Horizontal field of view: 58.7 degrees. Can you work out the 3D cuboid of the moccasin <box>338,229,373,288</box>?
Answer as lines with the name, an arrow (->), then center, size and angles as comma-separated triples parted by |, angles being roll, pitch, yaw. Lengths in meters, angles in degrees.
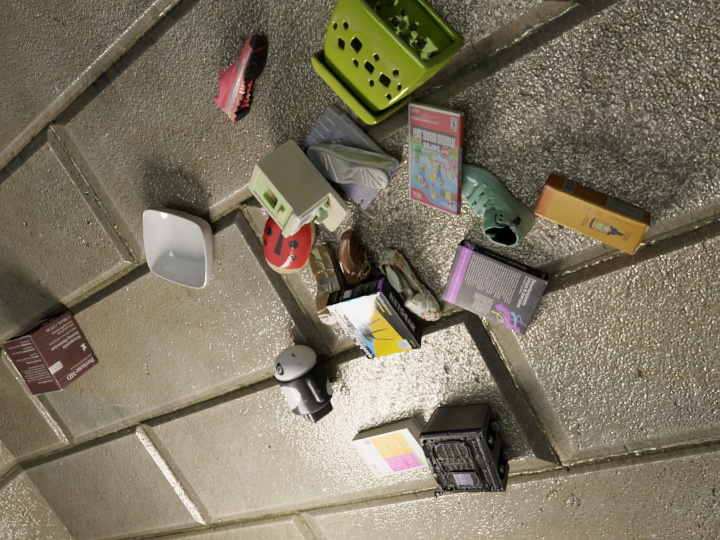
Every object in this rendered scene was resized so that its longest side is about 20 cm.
moccasin -> -0.001, 0.001, 1.464 | 0.077, 0.074, 0.204 | -2, 115, 25

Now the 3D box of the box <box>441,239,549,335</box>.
box -> 0.283, 0.036, 1.361 | 0.198, 0.036, 0.145 | 25, 124, 16

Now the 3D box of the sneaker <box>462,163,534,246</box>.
sneaker -> 0.243, -0.128, 1.245 | 0.199, 0.118, 0.074 | 37, 127, 7

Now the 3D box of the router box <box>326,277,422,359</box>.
router box -> 0.034, 0.114, 1.473 | 0.147, 0.052, 0.201 | -17, 128, 28

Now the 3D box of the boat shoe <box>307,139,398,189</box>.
boat shoe -> -0.019, -0.226, 1.334 | 0.199, 0.065, 0.075 | 17, 141, 26

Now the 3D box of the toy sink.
toy sink -> -0.140, -0.155, 1.396 | 0.201, 0.112, 0.130 | 50, 156, 1

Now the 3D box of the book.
book -> 0.088, 0.471, 1.680 | 0.198, 0.048, 0.135 | -25, 104, 36

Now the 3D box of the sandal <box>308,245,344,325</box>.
sandal -> -0.073, 0.033, 1.534 | 0.079, 0.054, 0.203 | -6, 105, 20

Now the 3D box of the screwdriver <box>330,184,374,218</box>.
screwdriver -> -0.048, -0.177, 1.429 | 0.198, 0.028, 0.029 | 31, 96, 8

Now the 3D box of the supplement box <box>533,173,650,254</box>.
supplement box -> 0.430, -0.107, 1.193 | 0.198, 0.069, 0.067 | 27, 125, 15

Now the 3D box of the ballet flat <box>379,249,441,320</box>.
ballet flat -> 0.104, 0.044, 1.439 | 0.075, 0.064, 0.201 | -36, 96, 35

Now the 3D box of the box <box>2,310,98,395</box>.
box -> -0.990, 0.264, 2.053 | 0.162, 0.166, 0.202 | -14, 108, 31

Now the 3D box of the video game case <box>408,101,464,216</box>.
video game case -> 0.147, -0.222, 1.270 | 0.142, 0.017, 0.203 | 28, 130, 46

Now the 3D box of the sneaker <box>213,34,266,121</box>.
sneaker -> -0.270, -0.424, 1.385 | 0.086, 0.074, 0.201 | 35, 126, 8

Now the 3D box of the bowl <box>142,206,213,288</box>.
bowl -> -0.463, -0.066, 1.669 | 0.197, 0.075, 0.203 | 16, 120, 19

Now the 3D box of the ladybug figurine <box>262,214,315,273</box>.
ladybug figurine -> -0.176, -0.074, 1.517 | 0.134, 0.072, 0.202 | 25, 124, 14

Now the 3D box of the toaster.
toaster -> 0.245, 0.432, 1.532 | 0.198, 0.119, 0.183 | -14, 107, 31

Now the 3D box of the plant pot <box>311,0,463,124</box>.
plant pot -> 0.039, -0.397, 1.170 | 0.200, 0.199, 0.181 | 45, 132, -1

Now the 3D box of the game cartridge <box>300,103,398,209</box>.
game cartridge -> -0.023, -0.245, 1.376 | 0.200, 0.038, 0.130 | 44, 122, 1

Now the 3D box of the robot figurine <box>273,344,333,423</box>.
robot figurine -> -0.147, 0.293, 1.658 | 0.148, 0.125, 0.202 | -17, 107, 25
